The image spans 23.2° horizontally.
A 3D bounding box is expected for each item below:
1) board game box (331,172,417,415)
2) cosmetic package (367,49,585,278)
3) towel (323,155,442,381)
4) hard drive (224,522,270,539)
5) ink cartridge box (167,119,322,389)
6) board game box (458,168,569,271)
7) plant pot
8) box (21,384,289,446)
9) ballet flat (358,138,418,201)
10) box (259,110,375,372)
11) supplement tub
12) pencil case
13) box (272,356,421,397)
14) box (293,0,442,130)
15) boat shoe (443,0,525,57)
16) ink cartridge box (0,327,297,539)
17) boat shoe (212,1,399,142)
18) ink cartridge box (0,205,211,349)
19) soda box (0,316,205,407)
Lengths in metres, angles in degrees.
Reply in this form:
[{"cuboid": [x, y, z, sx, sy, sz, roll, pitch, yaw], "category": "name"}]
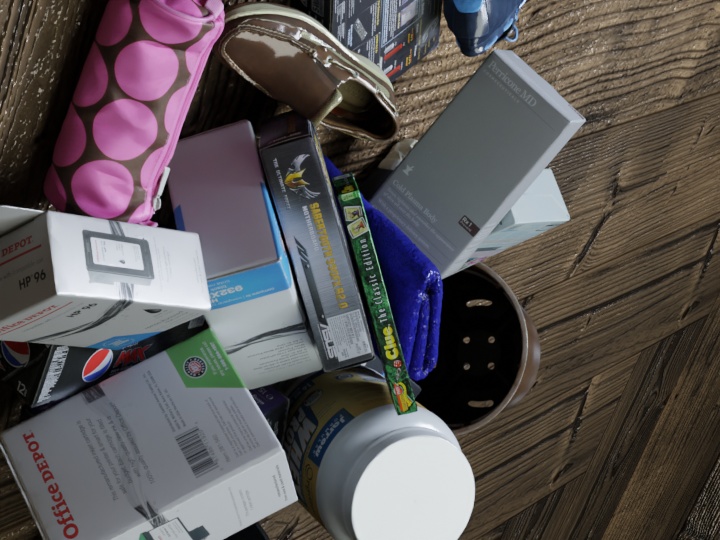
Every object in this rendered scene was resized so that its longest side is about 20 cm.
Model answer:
[{"cuboid": [0.012, 0.019, 1.549, 0.023, 0.202, 0.105, -15, -168, 1], "category": "board game box"}, {"cuboid": [0.109, -0.102, 1.667, 0.201, 0.107, 0.090, -52, 171, 18], "category": "cosmetic package"}, {"cuboid": [0.000, 0.000, 1.662, 0.049, 0.200, 0.149, -26, 141, -25], "category": "towel"}, {"cuboid": [-0.175, 0.233, 1.615, 0.134, 0.199, 0.043, -24, 133, -33], "category": "hard drive"}, {"cuboid": [-0.100, -0.009, 1.521, 0.083, 0.146, 0.201, -16, 149, 1], "category": "ink cartridge box"}, {"cuboid": [0.097, -0.040, 1.813, 0.199, 0.065, 0.147, -25, 170, 27], "category": "board game box"}, {"cuboid": [0.115, 0.089, 1.996, 0.201, 0.199, 0.198, -58, 162, 6], "category": "plant pot"}, {"cuboid": [-0.186, 0.156, 1.580, 0.199, 0.147, 0.105, -33, 147, -40], "category": "box"}, {"cuboid": [0.062, -0.104, 1.814, 0.199, 0.073, 0.074, -10, 130, -49], "category": "ballet flat"}, {"cuboid": [-0.038, -0.030, 1.523, 0.159, 0.048, 0.202, -98, 173, -77], "category": "box"}, {"cuboid": [0.009, 0.178, 1.620, 0.143, 0.200, 0.147, -6, 106, -22], "category": "supplement tub"}, {"cuboid": [-0.168, -0.131, 1.332, 0.202, 0.093, 0.091, -67, 171, 24], "category": "pencil case"}, {"cuboid": [-0.037, 0.106, 1.811, 0.106, 0.122, 0.200, -52, 154, -3], "category": "box"}, {"cuboid": [0.009, -0.246, 1.557, 0.157, 0.050, 0.201, -41, 151, -29], "category": "box"}, {"cuboid": [0.110, -0.245, 1.663, 0.200, 0.083, 0.070, -41, 130, -64], "category": "boat shoe"}, {"cuboid": [-0.173, 0.160, 1.424, 0.198, 0.147, 0.085, -26, 142, -11], "category": "ink cartridge box"}, {"cuboid": [-0.038, -0.161, 1.473, 0.201, 0.075, 0.075, 17, 127, -41], "category": "boat shoe"}, {"cuboid": [-0.225, 0.009, 1.329, 0.115, 0.069, 0.199, -23, 160, 37], "category": "ink cartridge box"}, {"cuboid": [-0.221, 0.054, 1.485, 0.199, 0.071, 0.064, -12, 133, -55], "category": "soda box"}]
